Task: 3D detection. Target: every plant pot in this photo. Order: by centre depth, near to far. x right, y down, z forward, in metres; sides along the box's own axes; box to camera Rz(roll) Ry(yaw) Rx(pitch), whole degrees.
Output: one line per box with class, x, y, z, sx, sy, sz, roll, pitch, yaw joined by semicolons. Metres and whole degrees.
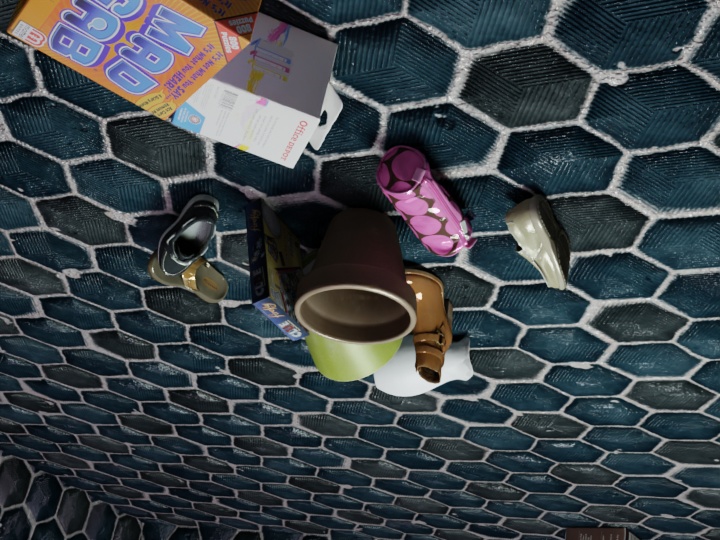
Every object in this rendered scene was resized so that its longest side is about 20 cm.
plant pot;0.000;0.000;1.605;0.197;0.177;0.201;5;150;3
plant pot;-0.041;0.062;1.770;0.184;0.189;0.201;-4;135;27

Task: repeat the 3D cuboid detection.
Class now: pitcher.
pitcher;0.130;0.196;2.003;0.196;0.123;0.172;-6;160;7

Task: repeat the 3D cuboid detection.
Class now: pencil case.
pencil case;0.102;-0.102;1.483;0.093;0.091;0.200;35;174;42

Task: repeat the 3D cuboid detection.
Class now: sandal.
sandal;-0.312;0.007;1.844;0.053;0.081;0.199;9;163;42

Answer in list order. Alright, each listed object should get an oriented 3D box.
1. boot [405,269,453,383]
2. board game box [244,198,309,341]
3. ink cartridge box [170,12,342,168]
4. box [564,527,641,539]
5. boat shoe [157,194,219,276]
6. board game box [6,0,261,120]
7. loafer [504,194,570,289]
boot;0.109;0.101;1.777;0.075;0.157;0.200;-2;149;24
board game box;-0.139;-0.001;1.637;0.034;0.202;0.136;-21;142;17
ink cartridge box;-0.126;-0.237;1.276;0.197;0.127;0.129;19;152;-14
box;0.734;0.877;2.961;0.198;0.167;0.166;-11;145;37
boat shoe;-0.304;-0.047;1.706;0.075;0.061;0.201;15;135;-20
board game box;-0.228;-0.329;1.066;0.198;0.203;0.199;28;148;-28
loafer;0.280;-0.044;1.542;0.067;0.076;0.201;-3;140;28
